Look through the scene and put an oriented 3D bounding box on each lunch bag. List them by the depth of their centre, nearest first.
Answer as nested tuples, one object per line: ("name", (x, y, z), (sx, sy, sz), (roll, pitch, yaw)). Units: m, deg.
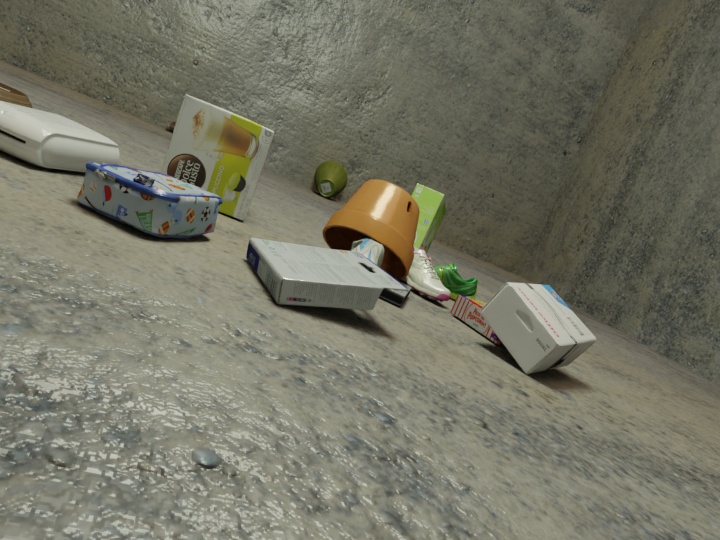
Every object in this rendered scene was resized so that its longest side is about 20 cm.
("lunch bag", (-0.315, -0.109, 0.828), (0.158, 0.077, 0.200), (24, 8, 14))

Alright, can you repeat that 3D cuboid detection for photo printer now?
("photo printer", (-0.537, -0.225, 0.928), (0.164, 0.071, 0.200), (25, 10, 8))

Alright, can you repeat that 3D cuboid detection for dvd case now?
("dvd case", (0.004, 0.010, 1.100), (0.197, 0.025, 0.150), (26, 9, 7))

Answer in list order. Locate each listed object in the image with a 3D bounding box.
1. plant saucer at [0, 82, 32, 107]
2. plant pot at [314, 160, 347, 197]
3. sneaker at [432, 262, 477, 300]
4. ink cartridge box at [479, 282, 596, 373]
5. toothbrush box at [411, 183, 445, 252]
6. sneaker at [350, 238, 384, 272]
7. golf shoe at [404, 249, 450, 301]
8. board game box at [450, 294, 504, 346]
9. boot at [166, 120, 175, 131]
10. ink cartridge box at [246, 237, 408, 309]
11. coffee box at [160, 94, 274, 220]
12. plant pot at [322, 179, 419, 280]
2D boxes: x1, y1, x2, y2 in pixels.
("plant saucer", (-0.940, -0.464, 1.390), (0.197, 0.030, 0.200), (24, 9, -4))
("plant pot", (-0.168, -0.464, 2.914), (0.184, 0.190, 0.201), (22, 24, -6))
("sneaker", (0.206, 0.013, 1.392), (0.196, 0.085, 0.074), (22, 10, -6))
("ink cartridge box", (0.333, 0.103, 1.024), (0.198, 0.085, 0.146), (5, 42, -49))
("toothbrush box", (0.154, -0.109, 1.490), (0.085, 0.203, 0.146), (25, -7, 15))
("sneaker", (0.000, 0.000, 0.968), (0.071, 0.073, 0.201), (8, 23, 4))
("golf shoe", (0.141, 0.002, 1.277), (0.074, 0.093, 0.199), (16, 13, -44))
("board game box", (0.311, 0.120, 1.173), (0.197, 0.047, 0.151), (16, 12, -38))
("boot", (-0.880, -0.688, 2.696), (0.143, 0.072, 0.200), (12, 12, -25))
("ink cartridge box", (-0.057, 0.006, 0.831), (0.196, 0.044, 0.196), (8, 15, -26))
("coffee box", (-0.314, -0.252, 1.221), (0.194, 0.203, 0.200), (20, 10, -13))
("plant pot", (0.036, -0.092, 1.146), (0.197, 0.142, 0.201), (24, -19, 9))
